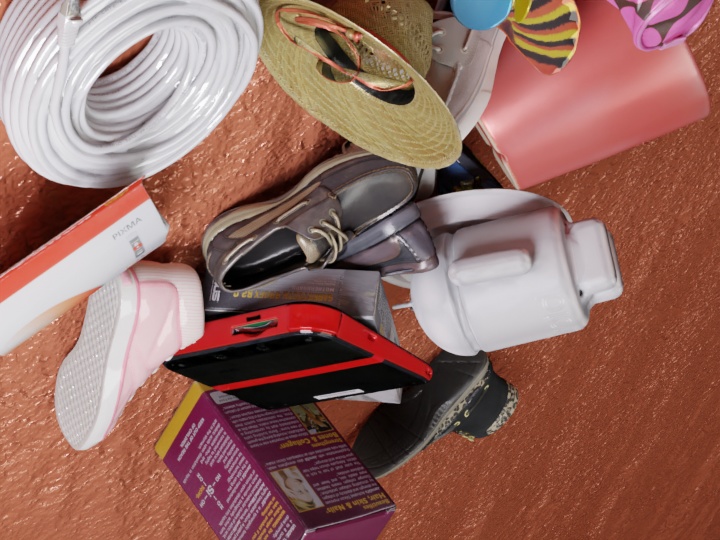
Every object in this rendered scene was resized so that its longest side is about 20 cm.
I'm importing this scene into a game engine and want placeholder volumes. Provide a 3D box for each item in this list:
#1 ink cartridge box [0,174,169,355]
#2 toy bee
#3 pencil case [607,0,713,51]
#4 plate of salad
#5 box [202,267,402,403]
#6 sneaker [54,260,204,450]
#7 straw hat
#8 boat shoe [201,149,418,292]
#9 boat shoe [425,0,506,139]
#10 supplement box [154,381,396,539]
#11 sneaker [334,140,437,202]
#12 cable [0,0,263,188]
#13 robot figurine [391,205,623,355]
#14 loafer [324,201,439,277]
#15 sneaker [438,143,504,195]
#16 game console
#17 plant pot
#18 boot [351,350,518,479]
[{"bbox_3d":[-0.214,-0.001,1.252,0.162,0.050,0.200,-36,-175,-9],"label":"ink cartridge box"},{"bbox_3d":[0.102,-0.234,1.267,0.200,0.131,0.109,19,121,-41],"label":"toy bee"},{"bbox_3d":[0.186,-0.250,1.318,0.091,0.200,0.094,-24,147,-29],"label":"pencil case"},{"bbox_3d":[0.100,-0.034,1.595,0.199,0.048,0.200,-5,153,-2],"label":"plate of salad"},{"bbox_3d":[-0.049,0.061,1.549,0.158,0.049,0.200,3,155,10],"label":"box"},{"bbox_3d":[-0.192,0.072,1.454,0.104,0.075,0.201,-8,135,-38],"label":"sneaker"},{"bbox_3d":[0.014,-0.172,1.277,0.085,0.201,0.201,-58,158,-18],"label":"straw hat"},{"bbox_3d":[-0.039,-0.033,1.429,0.199,0.073,0.075,-27,131,12],"label":"boat shoe"},{"bbox_3d":[0.077,-0.186,1.354,0.068,0.072,0.201,35,76,-35],"label":"boat shoe"},{"bbox_3d":[-0.084,0.202,1.651,0.131,0.200,0.103,-5,137,-47],"label":"supplement box"},{"bbox_3d":[0.011,-0.097,1.460,0.115,0.076,0.201,-33,155,-19],"label":"sneaker"},{"bbox_3d":[-0.162,-0.146,1.175,0.200,0.069,0.200,-9,140,-47],"label":"cable"},{"bbox_3d":[0.130,0.011,1.511,0.199,0.113,0.170,-14,161,15],"label":"robot figurine"},{"bbox_3d":[0.000,0.000,1.521,0.072,0.063,0.200,-36,-177,-35],"label":"loafer"},{"bbox_3d":[0.104,-0.063,1.645,0.078,0.066,0.200,-38,153,3],"label":"sneaker"},{"bbox_3d":[-0.062,0.078,1.507,0.199,0.031,0.177,-12,155,35],"label":"game console"},{"bbox_3d":[0.173,-0.173,1.447,0.177,0.201,0.200,-32,153,4],"label":"plant pot"},{"bbox_3d":[0.093,0.181,1.980,0.204,0.073,0.154,-46,148,3],"label":"boot"}]
